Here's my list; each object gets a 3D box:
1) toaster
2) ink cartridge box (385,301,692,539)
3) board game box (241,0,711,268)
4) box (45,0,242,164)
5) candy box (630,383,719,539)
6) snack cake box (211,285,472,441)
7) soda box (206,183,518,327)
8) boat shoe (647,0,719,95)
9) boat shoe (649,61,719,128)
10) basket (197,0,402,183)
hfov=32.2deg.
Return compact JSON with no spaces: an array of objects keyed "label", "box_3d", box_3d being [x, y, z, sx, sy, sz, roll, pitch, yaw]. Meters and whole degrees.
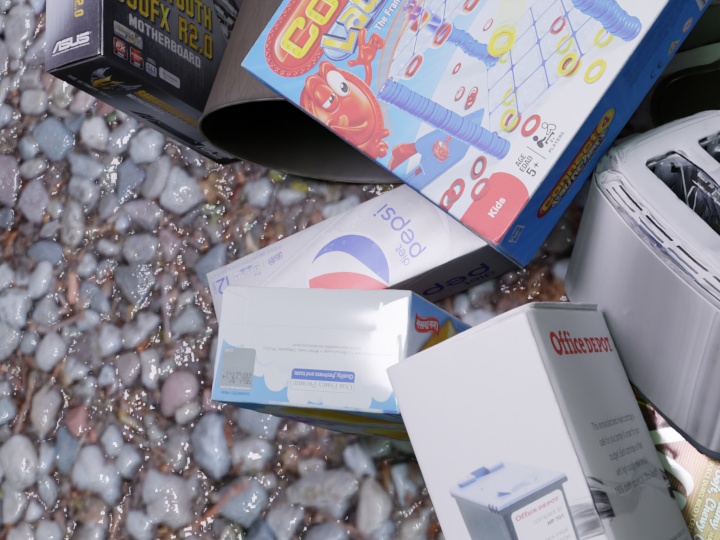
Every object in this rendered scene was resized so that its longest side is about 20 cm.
[{"label":"toaster","box_3d":[0.198,0.008,0.683,0.113,0.130,0.200,-21,49,-16]},{"label":"ink cartridge box","box_3d":[0.106,0.125,0.636,0.086,0.146,0.201,-26,77,23]},{"label":"board game box","box_3d":[0.066,-0.140,0.691,0.196,0.056,0.200,37,95,26]},{"label":"box","box_3d":[-0.136,-0.180,0.873,0.048,0.200,0.159,-10,72,25]},{"label":"candy box","box_3d":[0.155,0.161,0.735,0.115,0.055,0.201,29,89,27]},{"label":"snack cake box","box_3d":[0.010,0.062,0.745,0.114,0.200,0.068,0,77,24]},{"label":"soda box","box_3d":[0.000,0.000,0.840,0.199,0.068,0.064,-23,69,17]},{"label":"boat shoe","box_3d":[0.262,-0.157,0.759,0.201,0.072,0.061,-9,78,26]},{"label":"boat shoe","box_3d":[0.277,-0.093,0.741,0.199,0.068,0.072,4,71,27]},{"label":"basket","box_3d":[-0.009,-0.178,0.854,0.179,0.136,0.201,6,73,2]}]
